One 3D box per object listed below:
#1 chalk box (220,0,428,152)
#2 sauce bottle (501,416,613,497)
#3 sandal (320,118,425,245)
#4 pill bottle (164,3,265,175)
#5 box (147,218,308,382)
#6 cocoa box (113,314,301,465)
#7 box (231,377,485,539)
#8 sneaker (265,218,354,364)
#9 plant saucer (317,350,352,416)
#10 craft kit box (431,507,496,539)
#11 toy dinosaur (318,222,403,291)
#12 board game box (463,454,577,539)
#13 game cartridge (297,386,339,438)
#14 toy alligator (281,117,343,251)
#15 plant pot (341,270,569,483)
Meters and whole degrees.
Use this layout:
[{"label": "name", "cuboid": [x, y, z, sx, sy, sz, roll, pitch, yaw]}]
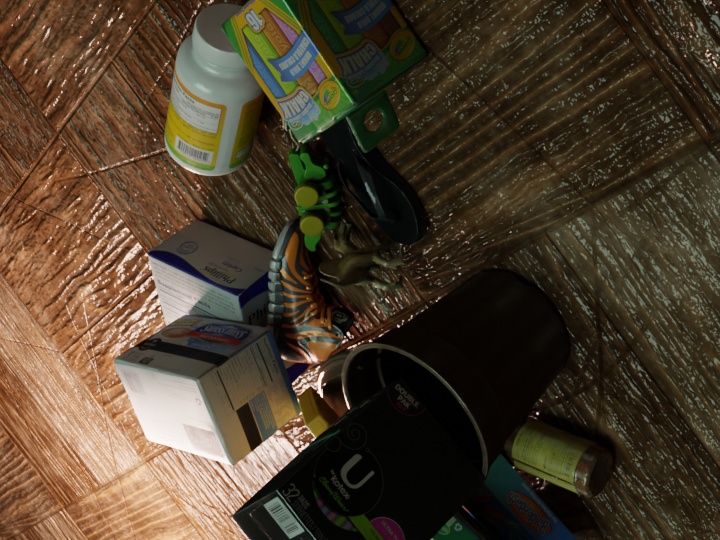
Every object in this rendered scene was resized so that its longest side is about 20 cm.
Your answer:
[{"label": "chalk box", "cuboid": [-0.026, -0.224, 1.425, 0.200, 0.125, 0.124, 54, 146, -6]}, {"label": "sauce bottle", "cuboid": [0.203, 0.208, 1.608, 0.200, 0.066, 0.066, 21, 135, 37]}, {"label": "sandal", "cuboid": [0.001, -0.109, 1.567, 0.200, 0.043, 0.076, 54, 145, -4]}, {"label": "pill bottle", "cuboid": [-0.169, -0.216, 1.603, 0.111, 0.111, 0.200, 40, 144, 15]}, {"label": "box", "cuboid": [-0.181, 0.057, 1.869, 0.184, 0.105, 0.201, 23, 137, 35]}, {"label": "cocoa box", "cuboid": [-0.199, 0.151, 1.763, 0.200, 0.131, 0.134, 6, 123, 48]}, {"label": "box", "cuboid": [-0.001, 0.237, 1.398, 0.149, 0.200, 0.124, 52, 144, 0]}, {"label": "sneaker", "cuboid": [-0.059, 0.032, 1.749, 0.112, 0.078, 0.201, 13, 121, 14]}, {"label": "plant saucer", "cuboid": [0.032, 0.180, 1.755, 0.199, 0.030, 0.200, 17, 143, 14]}, {"label": "craft kit box", "cuboid": [0.103, 0.301, 1.625, 0.200, 0.049, 0.198, 45, -178, 1]}, {"label": "toy dinosaur", "cuboid": [0.000, 0.000, 1.583, 0.101, 0.200, 0.058, 0, 110, 2]}, {"label": "board game box", "cuboid": [0.175, 0.291, 1.671, 0.200, 0.045, 0.152, 48, 162, -13]}, {"label": "game cartridge", "cuboid": [-0.004, 0.240, 1.696, 0.200, 0.032, 0.176, 53, 180, -10]}, {"label": "toy alligator", "cuboid": [-0.054, -0.111, 1.625, 0.054, 0.059, 0.201, -7, 123, 3]}, {"label": "plant pot", "cuboid": [0.116, 0.111, 1.501, 0.200, 0.198, 0.201, 29, 140, 28]}]
